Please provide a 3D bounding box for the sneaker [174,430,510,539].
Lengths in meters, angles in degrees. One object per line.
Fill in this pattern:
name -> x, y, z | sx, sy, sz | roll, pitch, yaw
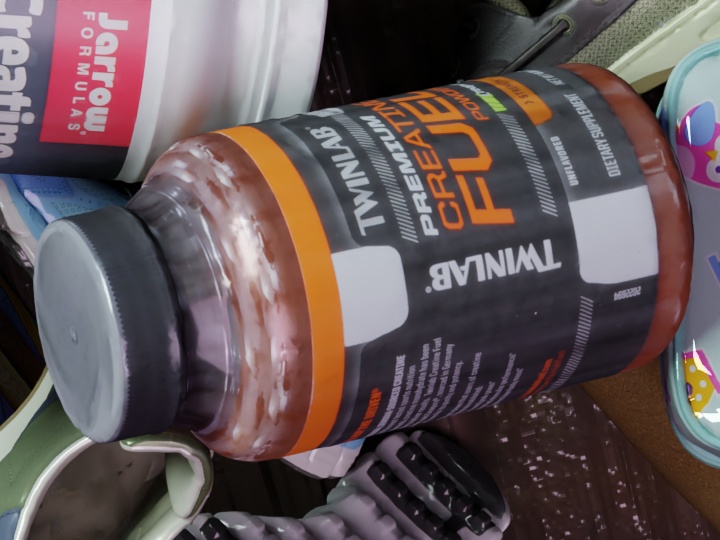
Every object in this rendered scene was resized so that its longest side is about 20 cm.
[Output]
sneaker -> -0.027, 0.130, 1.138 | 0.200, 0.075, 0.081 | -17, 148, -43

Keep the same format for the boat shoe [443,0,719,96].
boat shoe -> 0.065, -0.081, 1.073 | 0.200, 0.073, 0.065 | -34, 101, 16

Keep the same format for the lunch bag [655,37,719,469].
lunch bag -> 0.199, -0.012, 1.008 | 0.199, 0.077, 0.161 | -3, 78, 1

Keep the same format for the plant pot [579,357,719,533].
plant pot -> 0.181, 0.038, 1.115 | 0.199, 0.187, 0.187 | 29, 113, -8

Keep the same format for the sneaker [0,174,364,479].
sneaker -> -0.062, -0.007, 1.101 | 0.200, 0.078, 0.090 | 35, 91, -31

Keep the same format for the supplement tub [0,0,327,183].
supplement tub -> -0.119, -0.102, 0.978 | 0.199, 0.141, 0.141 | 3, 121, -13

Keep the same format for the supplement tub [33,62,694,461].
supplement tub -> 0.000, 0.000, 0.947 | 0.199, 0.107, 0.107 | -13, 125, -26

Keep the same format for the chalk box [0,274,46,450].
chalk box -> -0.198, 0.031, 1.058 | 0.124, 0.124, 0.200 | -27, 121, 8

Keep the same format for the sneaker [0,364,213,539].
sneaker -> -0.072, 0.051, 0.998 | 0.200, 0.090, 0.067 | -54, 126, -20
